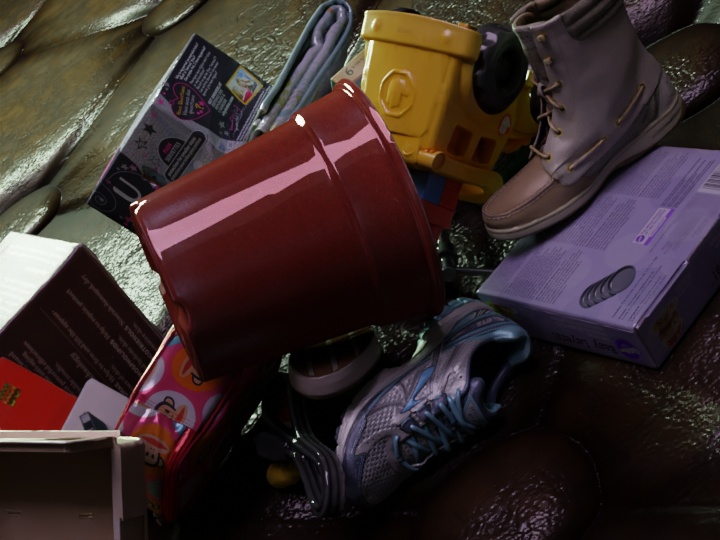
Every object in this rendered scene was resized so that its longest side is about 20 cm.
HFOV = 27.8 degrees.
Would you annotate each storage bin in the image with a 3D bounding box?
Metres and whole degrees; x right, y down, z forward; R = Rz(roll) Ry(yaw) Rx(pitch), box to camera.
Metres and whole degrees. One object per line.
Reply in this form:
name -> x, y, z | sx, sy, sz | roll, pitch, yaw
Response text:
storage bin -> -0.269, 0.229, 1.141 | 0.197, 0.202, 0.094 | -3, -1, 24

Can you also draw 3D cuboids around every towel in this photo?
towel -> -0.071, -0.176, 1.586 | 0.201, 0.048, 0.172 | -60, -4, -33

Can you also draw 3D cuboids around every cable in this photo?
cable -> -0.039, 0.137, 1.152 | 0.200, 0.050, 0.098 | -171, 91, -66

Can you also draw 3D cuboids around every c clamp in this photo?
c clamp -> 0.048, -0.043, 1.320 | 0.169, 0.027, 0.200 | 4, 29, -11

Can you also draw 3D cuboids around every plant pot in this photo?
plant pot -> -0.064, -0.019, 1.132 | 0.194, 0.202, 0.201 | -24, 28, -10

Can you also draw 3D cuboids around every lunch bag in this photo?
lunch bag -> -0.139, 0.115, 1.264 | 0.081, 0.177, 0.201 | 28, 60, 8

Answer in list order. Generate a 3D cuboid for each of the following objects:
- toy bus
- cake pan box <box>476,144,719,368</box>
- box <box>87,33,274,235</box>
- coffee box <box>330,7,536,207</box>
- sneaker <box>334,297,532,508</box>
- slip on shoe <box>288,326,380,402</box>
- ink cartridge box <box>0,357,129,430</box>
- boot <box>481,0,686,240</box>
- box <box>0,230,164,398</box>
toy bus -> 0.082, -0.117, 1.269 | 0.135, 0.199, 0.194 | 15, 93, 37
cake pan box -> 0.216, -0.023, 1.171 | 0.184, 0.052, 0.200 | 12, 56, 50
box -> -0.204, -0.138, 1.627 | 0.200, 0.114, 0.133 | -47, 14, 47
coffee box -> 0.081, -0.159, 1.401 | 0.200, 0.044, 0.123 | 38, 69, 25
sneaker -> 0.058, 0.104, 1.135 | 0.086, 0.078, 0.200 | 17, 61, 46
slip on shoe -> -0.019, 0.080, 1.199 | 0.075, 0.061, 0.200 | -13, 11, 0
ink cartridge box -> -0.281, 0.179, 1.293 | 0.044, 0.173, 0.201 | -51, 12, 47
boot -> 0.155, -0.133, 1.183 | 0.200, 0.155, 0.072 | -38, 29, -4
box -> -0.333, 0.090, 1.470 | 0.165, 0.165, 0.200 | 10, 54, 51
